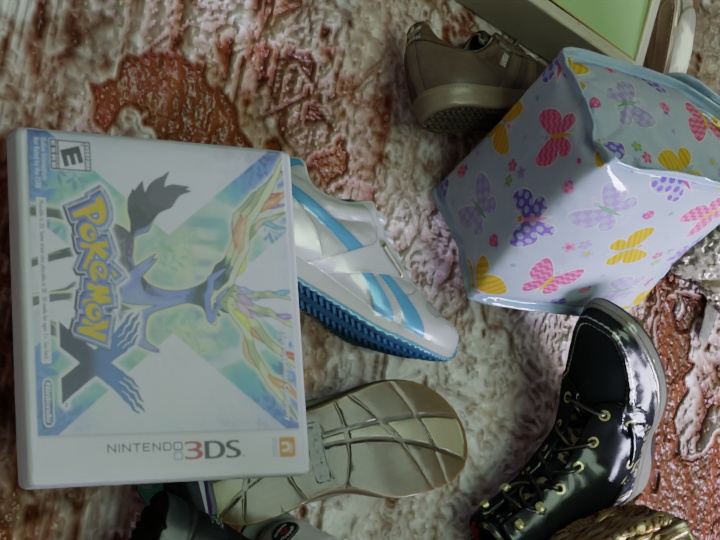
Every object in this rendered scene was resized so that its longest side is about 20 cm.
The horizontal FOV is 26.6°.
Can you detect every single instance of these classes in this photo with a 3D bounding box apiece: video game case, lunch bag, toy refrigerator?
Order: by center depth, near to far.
[{"bbox_3d":[-0.116,0.022,0.890,0.181,0.022,0.202,2,78,-34],"label":"video game case"},{"bbox_3d":[0.180,-0.056,1.091,0.198,0.170,0.128,9,50,-33],"label":"lunch bag"},{"bbox_3d":[0.133,-0.218,1.128,0.199,0.070,0.077,27,74,-34],"label":"toy refrigerator"}]

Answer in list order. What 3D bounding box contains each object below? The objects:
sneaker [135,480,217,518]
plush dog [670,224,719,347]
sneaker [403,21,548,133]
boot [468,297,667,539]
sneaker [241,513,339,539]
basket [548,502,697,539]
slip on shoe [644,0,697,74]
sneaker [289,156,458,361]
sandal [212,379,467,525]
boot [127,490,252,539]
[{"bbox_3d":[-0.115,0.062,0.938,0.087,0.074,0.202,-31,108,-38],"label":"sneaker"},{"bbox_3d":[0.371,-0.005,1.244,0.199,0.171,0.162,-30,108,-34],"label":"plush dog"},{"bbox_3d":[0.112,-0.141,1.113,0.199,0.070,0.076,1,70,-46],"label":"sneaker"},{"bbox_3d":[0.148,0.134,1.105,0.153,0.073,0.205,-37,140,-28],"label":"boot"},{"bbox_3d":[0.002,0.245,1.017,0.200,0.088,0.074,51,61,-27],"label":"sneaker"},{"bbox_3d":[0.155,0.259,1.093,0.199,0.149,0.143,-38,95,-9],"label":"basket"},{"bbox_3d":[0.238,-0.226,1.218,0.060,0.076,0.202,7,94,3],"label":"slip on shoe"},{"bbox_3d":[0.000,0.000,1.023,0.199,0.076,0.081,35,68,-34],"label":"sneaker"},{"bbox_3d":[-0.022,0.122,1.024,0.198,0.054,0.081,-11,90,-22],"label":"sandal"},{"bbox_3d":[-0.089,0.248,0.911,0.167,0.076,0.201,29,91,-20],"label":"boot"}]
